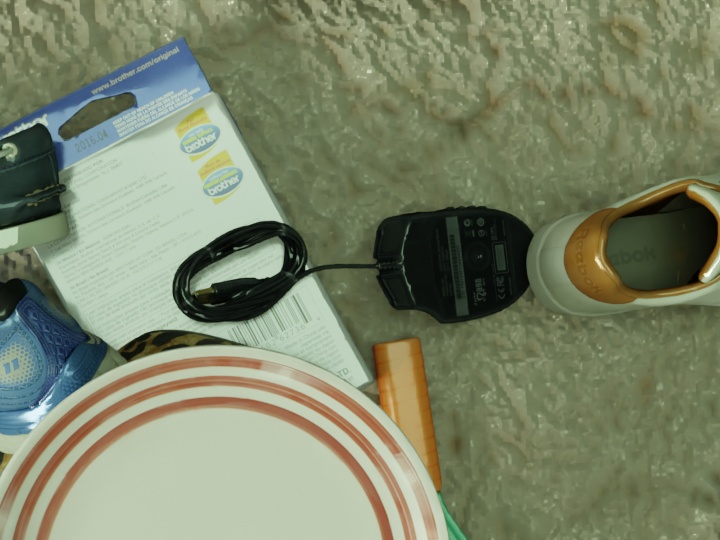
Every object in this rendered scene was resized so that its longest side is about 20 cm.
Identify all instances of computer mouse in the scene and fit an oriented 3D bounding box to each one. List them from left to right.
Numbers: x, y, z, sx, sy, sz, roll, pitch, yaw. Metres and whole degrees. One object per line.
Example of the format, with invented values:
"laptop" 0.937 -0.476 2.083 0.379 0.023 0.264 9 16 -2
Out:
"computer mouse" 0.000 0.000 0.780 0.200 0.034 0.059 -3 89 -25

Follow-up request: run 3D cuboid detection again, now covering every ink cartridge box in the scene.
"ink cartridge box" -0.092 -0.002 0.792 0.119 0.042 0.200 -29 92 -6

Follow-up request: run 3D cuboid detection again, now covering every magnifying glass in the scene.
"magnifying glass" 0.034 0.135 0.805 0.079 0.022 0.200 -9 86 -6

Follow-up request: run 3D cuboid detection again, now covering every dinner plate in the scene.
"dinner plate" -0.061 0.130 0.666 0.200 0.024 0.201 0 93 -7

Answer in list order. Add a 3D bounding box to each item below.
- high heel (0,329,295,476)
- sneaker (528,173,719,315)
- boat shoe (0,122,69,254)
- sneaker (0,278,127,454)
"high heel" -0.123 0.097 0.694 0.200 0.143 0.071 -15 117 32
"sneaker" 0.190 -0.015 0.783 0.200 0.085 0.073 -14 88 -18
"boat shoe" -0.237 -0.027 0.726 0.200 0.075 0.062 -9 97 -5
"sneaker" -0.198 0.031 0.709 0.089 0.200 0.079 58 42 -30
